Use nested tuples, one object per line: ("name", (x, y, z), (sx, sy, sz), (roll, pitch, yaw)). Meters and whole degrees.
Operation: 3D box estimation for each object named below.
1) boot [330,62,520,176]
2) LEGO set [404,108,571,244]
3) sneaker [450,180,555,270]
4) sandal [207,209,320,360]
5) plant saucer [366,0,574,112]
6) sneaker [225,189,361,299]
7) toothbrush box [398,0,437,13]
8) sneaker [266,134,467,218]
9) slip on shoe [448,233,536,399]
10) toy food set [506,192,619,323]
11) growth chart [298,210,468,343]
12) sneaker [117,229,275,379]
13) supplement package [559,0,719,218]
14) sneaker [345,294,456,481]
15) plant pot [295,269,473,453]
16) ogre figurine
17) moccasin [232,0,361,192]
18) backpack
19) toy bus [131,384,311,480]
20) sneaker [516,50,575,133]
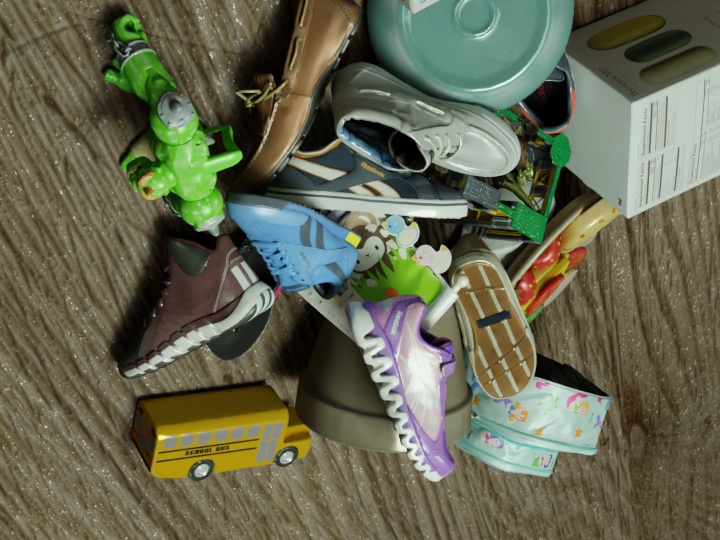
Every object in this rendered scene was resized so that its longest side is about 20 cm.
("boot", (0.061, -0.117, 1.148), (0.198, 0.096, 0.074), (20, 128, -15))
("LEGO set", (0.123, -0.111, 1.325), (0.199, 0.115, 0.156), (12, 86, -45))
("sneaker", (0.152, -0.020, 1.431), (0.200, 0.075, 0.088), (-45, 150, 12))
("sandal", (-0.107, 0.001, 1.250), (0.075, 0.045, 0.201), (28, 103, -7))
("plant saucer", (0.105, -0.242, 1.159), (0.198, 0.036, 0.202), (-1, 107, -2))
("sneaker", (-0.065, -0.020, 1.169), (0.200, 0.065, 0.079), (27, 80, -58))
("toothbrush box", (0.085, -0.328, 1.072), (0.199, 0.146, 0.087), (-29, 136, -14))
("sneaker", (0.009, -0.093, 1.205), (0.198, 0.078, 0.080), (6, 93, -3))
("slip on shoe", (0.137, 0.050, 1.323), (0.075, 0.061, 0.201), (-19, 125, 9))
("toy food set", (0.227, -0.013, 1.442), (0.200, 0.049, 0.198), (-44, 167, -12))
("growth chart", (0.000, 0.000, 1.263), (0.145, 0.199, 0.018), (-56, 168, 10))
("sneaker", (-0.183, 0.023, 1.223), (0.199, 0.116, 0.076), (-28, -177, 27))
("supplement package", (0.327, -0.189, 1.349), (0.199, 0.152, 0.152), (-24, 134, -17))
("sneaker", (0.059, 0.109, 1.215), (0.088, 0.081, 0.202), (-23, 103, -2))
("plant pot", (0.032, 0.078, 1.344), (0.198, 0.200, 0.175), (-6, 111, -31))
("ogre figurine", (-0.165, -0.115, 1.082), (0.097, 0.120, 0.202), (-11, 128, -28))
("moccasin", (-0.072, -0.168, 1.140), (0.077, 0.074, 0.203), (24, 108, -11))
("backpack", (0.187, 0.160, 1.463), (0.177, 0.199, 0.152), (17, 87, -43))
("toy bus", (-0.148, 0.176, 1.366), (0.198, 0.065, 0.079), (-4, 124, -33))
("sneaker", (0.165, -0.224, 1.222), (0.074, 0.085, 0.201), (-22, 120, 19))
